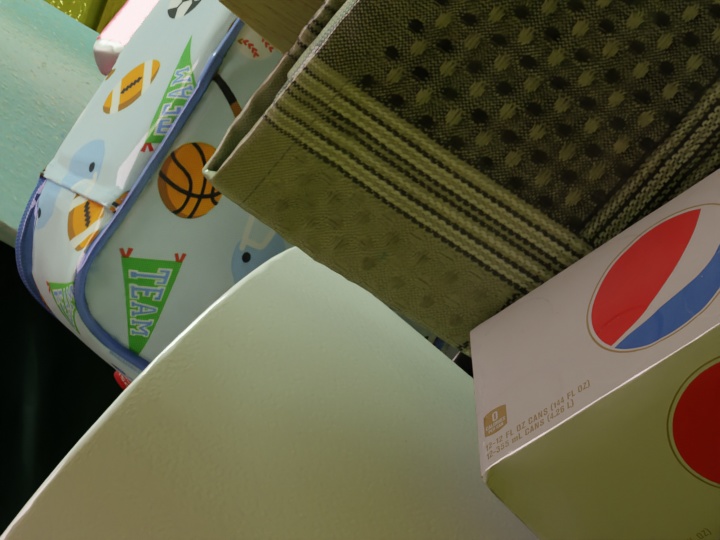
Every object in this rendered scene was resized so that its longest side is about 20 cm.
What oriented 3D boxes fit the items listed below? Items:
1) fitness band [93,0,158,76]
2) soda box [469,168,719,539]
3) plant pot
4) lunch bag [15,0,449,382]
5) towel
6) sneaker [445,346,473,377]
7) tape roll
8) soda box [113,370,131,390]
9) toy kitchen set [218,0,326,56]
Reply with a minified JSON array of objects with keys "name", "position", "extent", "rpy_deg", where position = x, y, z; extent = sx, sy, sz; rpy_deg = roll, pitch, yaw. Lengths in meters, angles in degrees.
[{"name":"fitness band","position":[-0.021,-0.096,1.071],"extent":[0.200,0.143,0.038],"rpy_deg":[-53,-35,-30]},{"name":"soda box","position":[0.125,0.004,0.701],"extent":[0.200,0.064,0.068],"rpy_deg":[-35,28,21]},{"name":"plant pot","position":[-0.163,-0.013,1.174],"extent":[0.196,0.195,0.201],"rpy_deg":[-39,37,32]},{"name":"lunch bag","position":[-0.018,-0.027,0.939],"extent":[0.201,0.160,0.075],"rpy_deg":[-57,31,-6]},{"name":"towel","position":[0.086,-0.047,0.731],"extent":[0.193,0.199,0.035],"rpy_deg":[-48,23,25]},{"name":"sneaker","position":[0.080,-0.004,1.023],"extent":[0.200,0.075,0.079],"rpy_deg":[-55,4,20]},{"name":"tape roll","position":[-0.027,0.112,0.803],"extent":[0.203,0.139,0.203],"rpy_deg":[-49,-7,-9]},{"name":"soda box","position":[0.000,0.000,1.061],"extent":[0.200,0.064,0.070],"rpy_deg":[-38,-1,-21]},{"name":"toy kitchen set","position":[0.087,-0.110,0.804],"extent":[0.180,0.200,0.164],"rpy_deg":[-42,24,22]}]
